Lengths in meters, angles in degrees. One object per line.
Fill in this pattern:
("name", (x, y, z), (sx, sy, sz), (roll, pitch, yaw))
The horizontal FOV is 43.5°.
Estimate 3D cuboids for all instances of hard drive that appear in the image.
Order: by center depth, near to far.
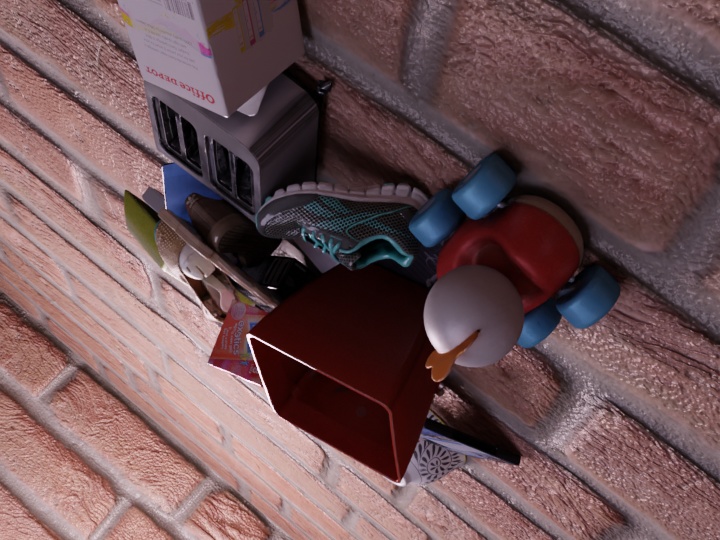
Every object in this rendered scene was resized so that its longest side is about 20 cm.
("hard drive", (-0.257, -0.063, 1.399), (0.132, 0.026, 0.200), (40, 178, 6))

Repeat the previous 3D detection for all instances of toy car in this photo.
("toy car", (0.112, 0.031, 0.875), (0.184, 0.200, 0.177), (45, 150, -7))

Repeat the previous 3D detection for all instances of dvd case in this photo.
("dvd case", (0.101, 0.021, 1.081), (0.149, 0.016, 0.200), (44, 151, -11))
("dvd case", (0.122, 0.244, 1.328), (0.199, 0.018, 0.142), (27, 163, -32))

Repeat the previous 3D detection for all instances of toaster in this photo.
("toaster", (-0.139, -0.167, 1.036), (0.180, 0.119, 0.201), (35, 154, 13))

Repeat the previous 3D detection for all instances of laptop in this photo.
("laptop", (-0.150, -0.070, 1.209), (0.199, 0.116, 0.188), (38, 156, 9))

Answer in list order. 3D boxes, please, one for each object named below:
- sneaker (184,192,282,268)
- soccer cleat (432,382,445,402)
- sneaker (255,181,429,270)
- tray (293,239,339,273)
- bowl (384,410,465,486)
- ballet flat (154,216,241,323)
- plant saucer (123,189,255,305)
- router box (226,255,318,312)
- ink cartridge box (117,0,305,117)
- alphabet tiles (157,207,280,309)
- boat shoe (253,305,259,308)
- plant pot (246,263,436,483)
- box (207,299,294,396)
("sneaker", (-0.157, -0.059, 1.148), (0.076, 0.070, 0.200), (46, -178, 13))
("soccer cleat", (0.078, 0.144, 1.285), (0.085, 0.068, 0.201), (49, 160, 20))
("sneaker", (-0.022, -0.044, 0.990), (0.197, 0.092, 0.078), (-2, 150, 10))
("tray", (0.000, 0.000, 1.188), (0.107, 0.022, 0.200), (-19, 118, 46))
("bowl", (0.068, 0.294, 1.497), (0.200, 0.094, 0.202), (33, 154, 18))
("ballet flat", (-0.216, 0.003, 1.257), (0.065, 0.071, 0.201), (23, 154, 39))
("plant saucer", (-0.272, -0.021, 1.390), (0.200, 0.048, 0.199), (39, 180, 45))
("router box", (-0.081, 0.051, 1.320), (0.200, 0.053, 0.156), (40, 160, -33))
("ink cartridge box", (-0.147, -0.260, 0.872), (0.128, 0.125, 0.201), (28, 147, 27))
("alphabet tiles", (-0.170, -0.007, 1.138), (0.195, 0.015, 0.200), (38, 177, 43))
("boat shoe", (-0.165, 0.044, 1.474), (0.199, 0.072, 0.065), (34, 149, 11))
("plant pot", (0.003, 0.106, 1.115), (0.198, 0.177, 0.201), (24, 149, 22))
("box", (-0.105, 0.123, 1.257), (0.102, 0.096, 0.200), (17, 171, 31))
